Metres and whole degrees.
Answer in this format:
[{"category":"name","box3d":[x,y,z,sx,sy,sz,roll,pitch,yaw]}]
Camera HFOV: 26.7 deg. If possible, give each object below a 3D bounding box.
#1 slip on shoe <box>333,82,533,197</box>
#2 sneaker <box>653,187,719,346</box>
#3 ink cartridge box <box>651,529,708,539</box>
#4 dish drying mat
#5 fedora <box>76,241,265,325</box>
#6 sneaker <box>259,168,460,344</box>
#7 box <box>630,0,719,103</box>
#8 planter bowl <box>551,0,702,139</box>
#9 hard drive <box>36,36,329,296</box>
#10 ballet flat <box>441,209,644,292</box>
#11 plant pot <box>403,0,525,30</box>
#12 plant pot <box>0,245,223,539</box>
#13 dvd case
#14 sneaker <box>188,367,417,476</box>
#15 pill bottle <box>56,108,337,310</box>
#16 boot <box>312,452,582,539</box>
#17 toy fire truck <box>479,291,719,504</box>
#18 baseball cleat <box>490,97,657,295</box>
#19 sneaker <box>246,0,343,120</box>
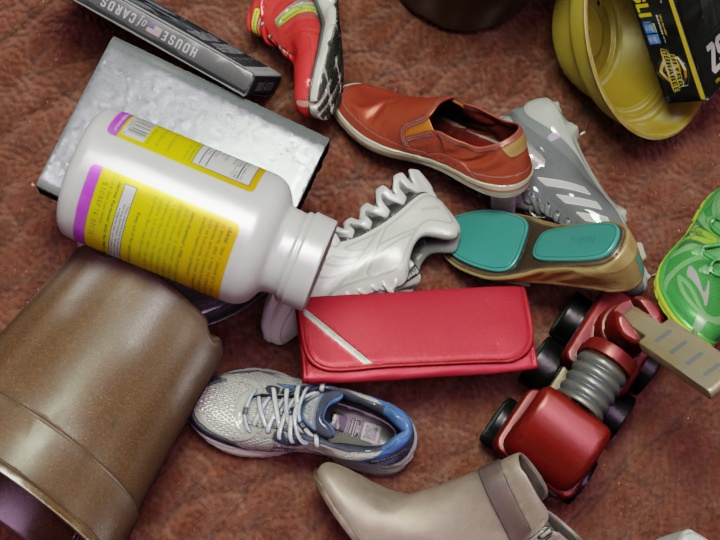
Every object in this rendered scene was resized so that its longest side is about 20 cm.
[{"category":"slip on shoe","box3d":[0.062,-0.127,1.315,0.198,0.062,0.074,25,47,28]},{"category":"sneaker","box3d":[0.311,-0.019,1.302,0.074,0.084,0.201,34,50,-4]},{"category":"ink cartridge box","box3d":[0.226,0.291,1.182,0.083,0.200,0.146,31,74,2]},{"category":"dish drying mat","box3d":[0.047,0.052,1.252,0.197,0.018,0.078,-3,63,-9]},{"category":"fedora","box3d":[-0.143,-0.049,1.282,0.198,0.090,0.178,-25,80,-12]},{"category":"sneaker","box3d":[0.000,0.000,1.290,0.199,0.075,0.081,-40,71,-13]},{"category":"box","box3d":[0.311,-0.266,1.345,0.200,0.049,0.161,-42,120,-36]},{"category":"planter bowl","box3d":[0.229,-0.216,1.355,0.199,0.083,0.204,0,90,-44]},{"category":"hard drive","box3d":[-0.141,-0.084,1.226,0.198,0.033,0.141,25,76,2]},{"category":"ballet flat","box3d":[0.153,-0.008,1.291,0.063,0.198,0.069,46,64,-38]},{"category":"plant pot","box3d":[0.104,-0.316,1.317,0.197,0.198,0.203,2,75,-7]},{"category":"plant pot","box3d":[-0.220,0.102,1.190,0.199,0.201,0.199,33,67,2]},{"category":"dvd case","box3d":[-0.167,-0.206,1.294,0.198,0.150,0.025,29,99,1]},{"category":"sneaker","box3d":[-0.046,0.117,1.254,0.197,0.085,0.078,8,75,-4]},{"category":"pill bottle","box3d":[-0.121,-0.040,1.147,0.198,0.104,0.105,22,74,1]},{"category":"boot","box3d":[0.077,0.195,1.226,0.146,0.070,0.200,-39,101,20]},{"category":"toy fire truck","box3d":[0.204,0.098,1.229,0.128,0.200,0.177,35,74,4]},{"category":"baseball cleat","box3d":[0.175,-0.053,1.341,0.105,0.070,0.202,-24,70,-6]},{"category":"sneaker","box3d":[-0.059,-0.209,1.337,0.084,0.077,0.202,-5,53,2]}]
